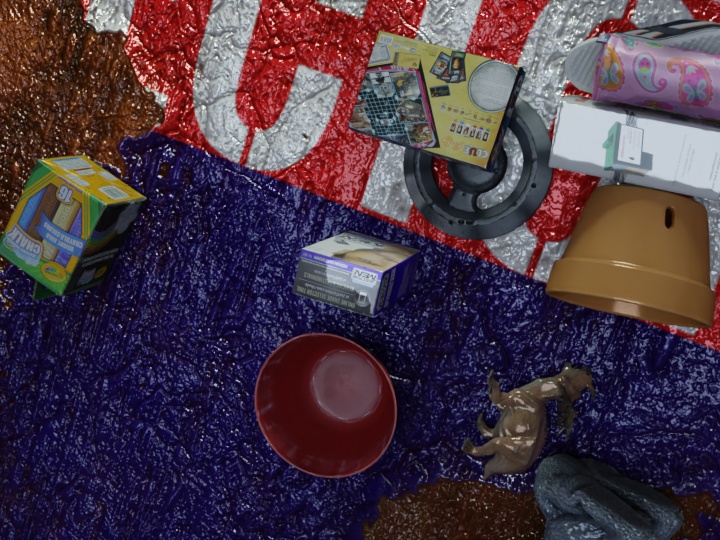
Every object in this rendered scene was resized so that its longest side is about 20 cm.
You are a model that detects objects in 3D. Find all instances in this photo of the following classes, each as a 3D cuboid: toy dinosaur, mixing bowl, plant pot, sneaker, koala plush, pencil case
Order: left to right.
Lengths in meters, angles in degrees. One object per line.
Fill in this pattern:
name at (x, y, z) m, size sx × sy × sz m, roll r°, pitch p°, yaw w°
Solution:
mixing bowl at (-0.033, 0.171, 1.424) m, size 0.199 × 0.108 × 0.201 m, roll 3°, pitch 101°, yaw 16°
toy dinosaur at (0.219, 0.209, 1.364) m, size 0.135 × 0.086 × 0.201 m, roll 22°, pitch 102°, yaw 15°
koala plush at (0.282, 0.361, 1.340) m, size 0.184 × 0.177 × 0.200 m, roll 30°, pitch 108°, yaw 29°
plant pot at (0.335, -0.019, 1.250) m, size 0.199 × 0.200 × 0.140 m, roll 12°, pitch 85°, yaw 14°
sneaker at (0.352, -0.257, 1.252) m, size 0.199 × 0.079 × 0.079 m, roll -1°, pitch 113°, yaw 20°
pencil case at (0.364, -0.218, 1.175) m, size 0.199 × 0.087 × 0.088 m, roll 15°, pitch 103°, yaw 16°

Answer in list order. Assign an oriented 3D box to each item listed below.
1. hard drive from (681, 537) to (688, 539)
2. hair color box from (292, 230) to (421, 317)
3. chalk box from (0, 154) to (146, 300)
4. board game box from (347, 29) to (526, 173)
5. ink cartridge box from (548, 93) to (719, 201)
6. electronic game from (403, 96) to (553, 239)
hard drive at (0.405, 0.469, 1.389) m, size 0.132 × 0.025 × 0.200 m, roll 47°, pitch 108°, yaw 5°
hair color box at (0.000, 0.000, 1.336) m, size 0.109 × 0.200 × 0.065 m, roll 16°, pitch 104°, yaw 13°
chalk box at (-0.426, -0.049, 1.496) m, size 0.124 × 0.125 × 0.200 m, roll 34°, pitch 106°, yaw 8°
board game box at (0.095, -0.218, 1.329) m, size 0.200 × 0.035 × 0.136 m, roll 20°, pitch 93°, yaw 22°
ink cartridge box at (0.335, -0.151, 1.240) m, size 0.199 × 0.146 × 0.085 m, roll 13°, pitch 105°, yaw 15°
electronic game at (0.152, -0.140, 1.350) m, size 0.199 × 0.042 × 0.201 m, roll 1°, pitch 92°, yaw 18°
